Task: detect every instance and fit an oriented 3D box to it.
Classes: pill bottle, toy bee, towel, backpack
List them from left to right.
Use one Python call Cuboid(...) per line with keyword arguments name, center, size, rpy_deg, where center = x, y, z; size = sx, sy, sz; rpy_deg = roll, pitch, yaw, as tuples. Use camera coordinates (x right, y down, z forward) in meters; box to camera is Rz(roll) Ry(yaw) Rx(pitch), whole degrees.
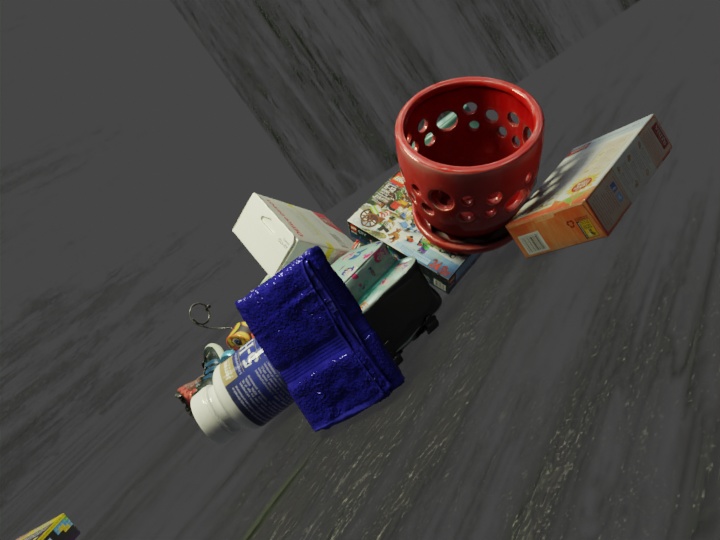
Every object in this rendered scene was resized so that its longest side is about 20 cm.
Cuboid(name="toy bee", center=(-0.196, 0.137, 1.062), size=(0.107, 0.199, 0.133), rpy_deg=(-17, 51, 36))
Cuboid(name="pill bottle", center=(-0.161, 0.175, 0.965), size=(0.199, 0.120, 0.120), rpy_deg=(-37, 10, 3))
Cuboid(name="towel", center=(-0.055, 0.089, 0.753), size=(0.147, 0.202, 0.049), rpy_deg=(-34, -1, 22))
Cuboid(name="backpack", center=(-0.003, 0.059, 0.881), size=(0.177, 0.151, 0.200), rpy_deg=(-43, 7, -21))

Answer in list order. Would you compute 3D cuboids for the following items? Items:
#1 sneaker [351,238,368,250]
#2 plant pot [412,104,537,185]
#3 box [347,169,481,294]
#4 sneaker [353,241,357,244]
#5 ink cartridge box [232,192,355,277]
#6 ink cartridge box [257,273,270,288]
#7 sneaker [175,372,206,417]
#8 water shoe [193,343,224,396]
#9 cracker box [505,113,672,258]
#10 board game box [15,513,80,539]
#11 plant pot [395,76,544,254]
Cuboid(name="sneaker", center=(0.000, 0.000, 1.012), size=(0.201, 0.071, 0.098), rpy_deg=(-53, 9, -24))
Cuboid(name="plant pot", center=(0.193, -0.192, 1.144), size=(0.199, 0.189, 0.200), rpy_deg=(-36, 10, 7))
Cuboid(name="box", center=(0.096, -0.067, 0.965), size=(0.137, 0.198, 0.038), rpy_deg=(-46, -30, -23))
Cuboid(name="sneaker", center=(0.023, -0.050, 1.428), size=(0.089, 0.079, 0.200), rpy_deg=(-30, 12, 24))
Cuboid(name="ink cartridge box", center=(-0.104, -0.046, 1.081), size=(0.199, 0.145, 0.084), rpy_deg=(13, -64, -53))
Cuboid(name="ink cartridge box", center=(-0.116, 0.033, 1.159), size=(0.067, 0.118, 0.200), rpy_deg=(-36, 11, 14))
Cuboid(name="sneaker", center=(-0.315, 0.248, 1.267), size=(0.098, 0.071, 0.199), rpy_deg=(-44, 14, -32))
Cuboid(name="water shoe", center=(-0.272, 0.203, 1.126), size=(0.078, 0.073, 0.200), rpy_deg=(-15, 32, -24))
Cuboid(name="cracker box", center=(0.295, -0.107, 0.795), size=(0.200, 0.058, 0.133), rpy_deg=(-45, 12, -28))
Cuboid(name="board game box", center=(-0.636, 0.553, 1.135), size=(0.199, 0.057, 0.166), rpy_deg=(-32, 10, 31))
Cuboid(name="plant pot", center=(0.151, -0.141, 0.872), size=(0.200, 0.199, 0.184), rpy_deg=(-42, -32, -23))
